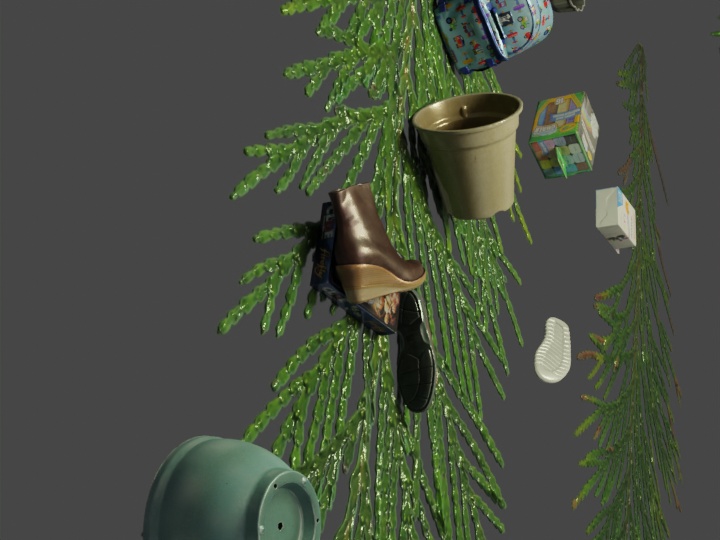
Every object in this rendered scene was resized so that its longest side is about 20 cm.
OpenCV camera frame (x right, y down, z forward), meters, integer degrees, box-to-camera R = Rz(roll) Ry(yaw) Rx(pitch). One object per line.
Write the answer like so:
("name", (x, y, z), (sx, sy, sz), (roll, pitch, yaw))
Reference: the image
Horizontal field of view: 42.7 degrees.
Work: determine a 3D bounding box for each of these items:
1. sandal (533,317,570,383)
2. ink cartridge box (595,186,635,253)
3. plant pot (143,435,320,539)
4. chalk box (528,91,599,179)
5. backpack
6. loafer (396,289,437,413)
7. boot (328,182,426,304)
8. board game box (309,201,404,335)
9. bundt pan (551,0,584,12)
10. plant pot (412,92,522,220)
("sandal", (0.424, 0.186, 2.040), (0.203, 0.082, 0.050), (-59, 174, -48))
("ink cartridge box", (0.722, -0.137, 2.583), (0.199, 0.067, 0.117), (34, 55, -50))
("plant pot", (-0.129, 0.290, 1.049), (0.199, 0.133, 0.204), (18, 68, -55))
("chalk box", (0.480, -0.304, 2.183), (0.125, 0.122, 0.202), (56, 41, -36))
("backpack", (0.269, -0.496, 1.814), (0.135, 0.198, 0.185), (-52, 126, -50))
("loafer", (0.098, 0.130, 1.516), (0.063, 0.071, 0.203), (9, 73, -63))
("boot", (0.029, -0.049, 1.374), (0.199, 0.072, 0.169), (-15, 98, -54))
("board game box", (0.000, 0.000, 1.418), (0.200, 0.034, 0.137), (38, 52, -48))
("bundt pan", (0.515, -0.763, 2.389), (0.201, 0.075, 0.205), (18, 68, -55))
("plant pot", (0.203, -0.201, 1.673), (0.201, 0.198, 0.186), (-48, 135, -51))
